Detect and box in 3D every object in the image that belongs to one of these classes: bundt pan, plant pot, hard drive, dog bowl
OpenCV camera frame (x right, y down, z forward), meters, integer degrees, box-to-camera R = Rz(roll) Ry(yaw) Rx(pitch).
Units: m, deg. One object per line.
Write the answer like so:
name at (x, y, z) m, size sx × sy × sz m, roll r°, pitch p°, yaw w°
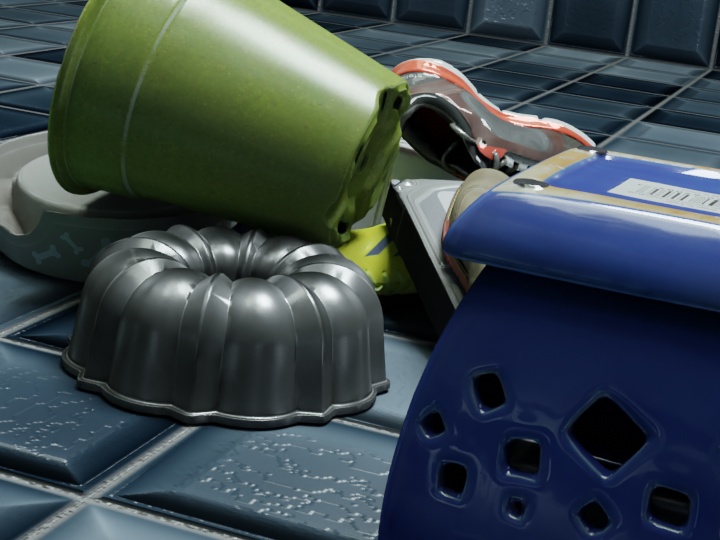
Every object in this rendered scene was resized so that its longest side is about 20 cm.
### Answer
bundt pan at (-0.079, 0.023, 0.871) m, size 0.202 × 0.076 × 0.202 m, roll 5°, pitch 16°, yaw -1°
plant pot at (-0.074, -0.107, 0.964) m, size 0.190 × 0.200 × 0.200 m, roll 24°, pitch 19°, yaw 11°
plant pot at (0.138, 0.046, 0.680) m, size 0.200 × 0.180 × 0.200 m, roll 12°, pitch 16°, yaw 21°
hard drive at (0.106, 0.005, 0.968) m, size 0.140 × 0.038 × 0.200 m, roll 2°, pitch 35°, yaw -18°
dog bowl at (-0.185, -0.050, 1.080) m, size 0.200 × 0.059 × 0.200 m, roll 5°, pitch 23°, yaw -2°

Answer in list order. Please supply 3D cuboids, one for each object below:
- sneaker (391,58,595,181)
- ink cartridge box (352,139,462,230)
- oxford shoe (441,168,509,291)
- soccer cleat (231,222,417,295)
sneaker at (0.101, -0.080, 1.074) m, size 0.200 × 0.077 × 0.082 m, roll 26°, pitch 36°, yaw -8°
ink cartridge box at (0.013, -0.072, 1.195) m, size 0.147 × 0.083 × 0.200 m, roll 7°, pitch 12°, yaw -40°
oxford shoe at (0.095, -0.017, 0.893) m, size 0.070 × 0.075 × 0.200 m, roll 8°, pitch 34°, yaw -9°
soccer cleat at (0.000, 0.001, 1.025) m, size 0.200 × 0.065 × 0.084 m, roll 1°, pitch 31°, yaw -19°
